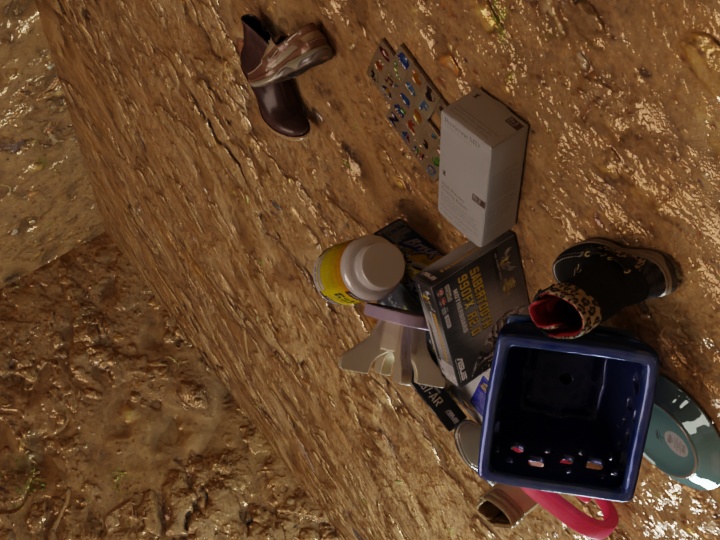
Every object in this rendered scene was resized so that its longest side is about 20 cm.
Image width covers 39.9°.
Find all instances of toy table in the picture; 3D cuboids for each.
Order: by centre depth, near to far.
[{"bbox_3d":[0.063,0.124,1.663,0.200,0.183,0.117,101,-179,-89],"label":"toy table"}]

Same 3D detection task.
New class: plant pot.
[{"bbox_3d":[0.265,0.163,1.289,0.180,0.200,0.200,-50,-33,-74],"label":"plant pot"}]

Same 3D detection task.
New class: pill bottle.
[{"bbox_3d":[0.000,0.000,1.678,0.109,0.109,0.200,60,159,-6],"label":"pill bottle"}]

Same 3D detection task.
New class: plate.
[{"bbox_3d":[0.416,0.223,1.366,0.200,0.026,0.200,47,156,29],"label":"plate"}]

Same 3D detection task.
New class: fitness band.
[{"bbox_3d":[0.323,0.350,1.589,0.200,0.037,0.144,36,-162,11],"label":"fitness band"}]

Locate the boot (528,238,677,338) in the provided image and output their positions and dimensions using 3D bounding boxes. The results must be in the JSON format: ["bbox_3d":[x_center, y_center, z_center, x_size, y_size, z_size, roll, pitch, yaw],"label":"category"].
[{"bbox_3d":[0.270,0.023,1.226,0.200,0.150,0.073,14,124,59],"label":"boot"}]

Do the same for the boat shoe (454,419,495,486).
[{"bbox_3d":[0.222,0.344,1.860,0.200,0.067,0.057,51,168,-30],"label":"boat shoe"}]

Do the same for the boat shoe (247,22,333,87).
[{"bbox_3d":[-0.124,-0.361,1.661,0.200,0.076,0.072,-13,99,46],"label":"boat shoe"}]

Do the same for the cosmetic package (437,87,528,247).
[{"bbox_3d":[0.164,-0.137,1.359,0.102,0.074,0.200,43,156,32],"label":"cosmetic package"}]

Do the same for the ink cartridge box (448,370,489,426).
[{"bbox_3d":[0.214,0.200,1.763,0.095,0.037,0.200,49,155,19],"label":"ink cartridge box"}]

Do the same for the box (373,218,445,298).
[{"bbox_3d":[0.108,-0.001,1.679,0.200,0.064,0.070,43,154,36],"label":"box"}]

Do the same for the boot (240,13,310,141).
[{"bbox_3d":[-0.158,-0.343,1.779,0.200,0.072,0.166,52,160,24],"label":"boot"}]

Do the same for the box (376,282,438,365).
[{"bbox_3d":[0.116,0.092,1.807,0.200,0.051,0.158,50,157,16],"label":"box"}]

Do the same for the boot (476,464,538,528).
[{"bbox_3d":[0.256,0.369,1.735,0.200,0.155,0.073,21,139,58],"label":"boot"}]

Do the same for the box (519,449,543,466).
[{"bbox_3d":[0.294,0.212,1.503,0.095,0.103,0.200,49,161,22],"label":"box"}]

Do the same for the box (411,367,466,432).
[{"bbox_3d":[0.122,0.216,1.867,0.160,0.044,0.200,52,178,0],"label":"box"}]

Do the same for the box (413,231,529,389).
[{"bbox_3d":[0.174,0.056,1.482,0.048,0.158,0.200,34,148,50],"label":"box"}]

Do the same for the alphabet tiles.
[{"bbox_3d":[0.078,-0.245,1.489,0.200,0.008,0.167,55,159,8],"label":"alphabet tiles"}]
